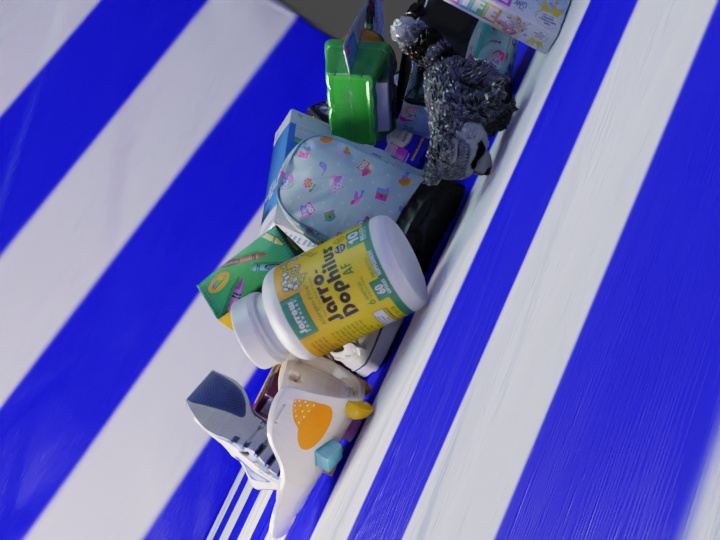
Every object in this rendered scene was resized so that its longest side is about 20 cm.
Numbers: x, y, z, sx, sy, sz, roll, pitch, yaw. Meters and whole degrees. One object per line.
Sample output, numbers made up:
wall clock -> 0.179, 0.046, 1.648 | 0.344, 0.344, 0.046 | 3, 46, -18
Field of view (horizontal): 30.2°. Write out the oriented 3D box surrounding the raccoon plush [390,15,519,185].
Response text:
raccoon plush -> 0.077, -0.180, 1.488 | 0.134, 0.200, 0.097 | -42, -25, -29

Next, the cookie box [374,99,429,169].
cookie box -> 0.068, -0.153, 1.895 | 0.171, 0.075, 0.200 | -64, -12, -1

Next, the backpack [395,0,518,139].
backpack -> 0.118, -0.261, 1.696 | 0.200, 0.150, 0.178 | 109, -178, -51

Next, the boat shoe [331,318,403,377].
boat shoe -> -0.006, 0.072, 1.594 | 0.075, 0.086, 0.202 | -64, 3, -15

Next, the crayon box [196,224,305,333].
crayon box -> -0.097, 0.034, 1.600 | 0.119, 0.058, 0.200 | -37, -28, 5

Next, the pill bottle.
pill bottle -> -0.037, 0.030, 1.461 | 0.200, 0.113, 0.113 | -26, 15, 14

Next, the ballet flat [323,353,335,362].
ballet flat -> -0.050, 0.130, 1.698 | 0.070, 0.065, 0.200 | -27, 63, 24

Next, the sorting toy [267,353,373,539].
sorting toy -> -0.064, 0.202, 1.492 | 0.200, 0.107, 0.180 | -89, 19, -81

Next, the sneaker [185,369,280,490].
sneaker -> -0.146, 0.231, 1.754 | 0.081, 0.199, 0.115 | -45, -19, -29

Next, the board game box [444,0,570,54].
board game box -> 0.147, -0.346, 1.529 | 0.034, 0.200, 0.135 | -57, 7, 52

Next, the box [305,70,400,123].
box -> -0.002, -0.198, 1.949 | 0.200, 0.044, 0.160 | -27, -29, -32

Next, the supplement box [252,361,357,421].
supplement box -> -0.081, 0.169, 1.827 | 0.131, 0.103, 0.200 | -63, 4, -27

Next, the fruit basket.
fruit basket -> 0.016, -0.260, 1.735 | 0.200, 0.094, 0.186 | -62, -25, -47

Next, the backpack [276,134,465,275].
backpack -> 0.002, -0.081, 1.572 | 0.167, 0.200, 0.127 | -60, -19, -5

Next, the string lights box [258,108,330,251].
string lights box -> -0.065, -0.104, 1.715 | 0.059, 0.103, 0.200 | -50, 26, 46
